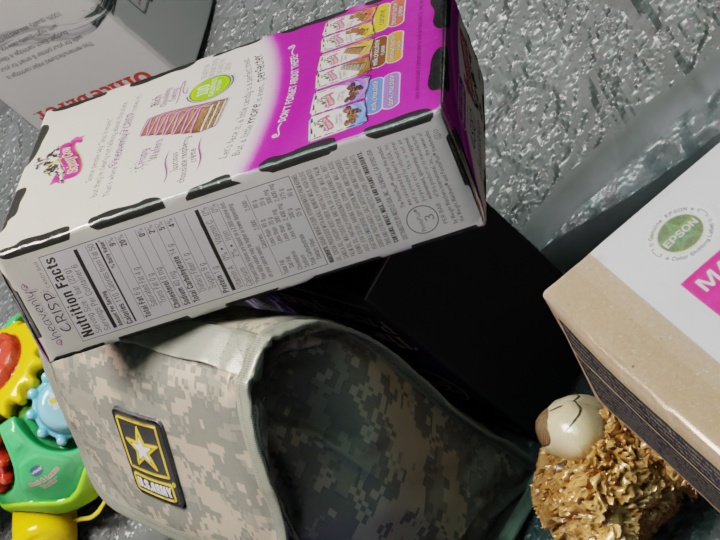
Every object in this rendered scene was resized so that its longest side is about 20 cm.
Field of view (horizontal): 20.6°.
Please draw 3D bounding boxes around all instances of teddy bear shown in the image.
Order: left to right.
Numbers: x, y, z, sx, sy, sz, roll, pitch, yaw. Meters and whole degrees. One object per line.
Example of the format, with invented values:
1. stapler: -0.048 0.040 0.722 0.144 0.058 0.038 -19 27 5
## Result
1. teddy bear: 0.148 0.042 0.846 0.199 0.067 0.146 -30 40 25

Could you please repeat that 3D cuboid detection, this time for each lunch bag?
1. lunch bag: -0.042 0.079 0.905 0.164 0.200 0.118 11 69 49

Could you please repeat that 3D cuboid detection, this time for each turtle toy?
1. turtle toy: -0.194 0.086 1.136 0.200 0.101 0.146 -33 41 23

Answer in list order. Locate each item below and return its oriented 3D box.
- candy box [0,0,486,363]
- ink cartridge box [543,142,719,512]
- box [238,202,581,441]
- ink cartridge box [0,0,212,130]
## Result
1. candy box: -0.047 -0.045 0.852 0.199 0.061 0.137 -16 28 13
2. ink cartridge box: 0.195 0.006 0.745 0.200 0.075 0.165 -41 43 -6
3. box: 0.000 0.000 0.972 0.200 0.141 0.079 15 73 50
4. ink cartridge box: -0.216 -0.189 1.300 0.146 0.200 0.083 -14 48 38
